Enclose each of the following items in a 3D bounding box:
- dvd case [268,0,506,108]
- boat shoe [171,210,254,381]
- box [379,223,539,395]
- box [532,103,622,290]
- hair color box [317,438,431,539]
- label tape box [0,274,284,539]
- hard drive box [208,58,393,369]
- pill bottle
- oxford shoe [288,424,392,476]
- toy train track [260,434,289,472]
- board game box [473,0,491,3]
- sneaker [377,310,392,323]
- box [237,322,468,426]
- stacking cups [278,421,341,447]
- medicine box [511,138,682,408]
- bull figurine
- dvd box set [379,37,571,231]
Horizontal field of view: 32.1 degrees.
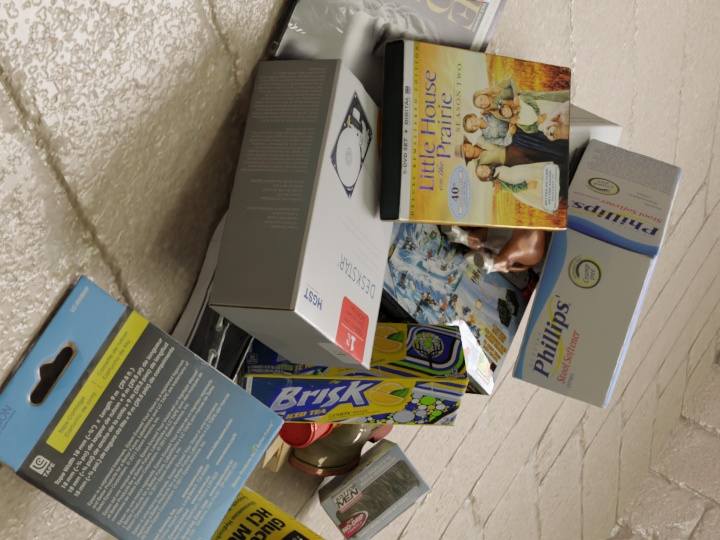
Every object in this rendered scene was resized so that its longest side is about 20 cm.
[{"bbox_3d":[0.031,-0.210,1.022,0.198,0.016,0.151,19,97,-40],"label":"dvd case"},{"bbox_3d":[-0.100,0.026,1.029,0.202,0.067,0.072,-63,155,-1],"label":"boat shoe"},{"bbox_3d":[0.081,0.005,1.167,0.200,0.040,0.138,45,61,-34],"label":"box"},{"bbox_3d":[0.162,-0.087,1.348,0.198,0.130,0.203,-12,125,-59],"label":"box"},{"bbox_3d":[0.011,0.233,1.324,0.099,0.061,0.200,-38,176,-6],"label":"hair color box"},{"bbox_3d":[-0.178,0.116,0.943,0.199,0.063,0.145,39,76,-23],"label":"label tape box"},{"bbox_3d":[-0.036,-0.041,0.993,0.156,0.076,0.203,41,56,-61],"label":"hard drive box"},{"bbox_3d":[-0.086,0.277,1.140,0.112,0.198,0.114,-43,148,-35],"label":"pill bottle"},{"bbox_3d":[-0.017,0.154,1.318,0.200,0.069,0.076,-34,141,-63],"label":"oxford shoe"},{"bbox_3d":[-0.070,0.110,1.192,0.115,0.032,0.202,-49,161,-52],"label":"toy train track"},{"bbox_3d":[0.049,-0.313,0.934,0.163,0.057,0.203,0,114,-35],"label":"board game box"},{"bbox_3d":[0.000,0.000,1.176,0.087,0.073,0.204,4,97,-48],"label":"sneaker"},{"bbox_3d":[-0.009,0.090,1.099,0.071,0.196,0.065,102,-14,-46],"label":"box"},{"bbox_3d":[-0.022,0.116,1.204,0.200,0.060,0.061,-26,137,-68],"label":"stacking cups"},{"bbox_3d":[0.238,0.000,1.252,0.201,0.101,0.185,-56,161,-55],"label":"medicine box"},{"bbox_3d":[0.127,-0.094,1.141,0.120,0.065,0.204,-17,100,-39],"label":"bull figurine"},{"bbox_3d":[0.101,-0.111,1.061,0.198,0.029,0.149,2,90,-38],"label":"dvd box set"}]
